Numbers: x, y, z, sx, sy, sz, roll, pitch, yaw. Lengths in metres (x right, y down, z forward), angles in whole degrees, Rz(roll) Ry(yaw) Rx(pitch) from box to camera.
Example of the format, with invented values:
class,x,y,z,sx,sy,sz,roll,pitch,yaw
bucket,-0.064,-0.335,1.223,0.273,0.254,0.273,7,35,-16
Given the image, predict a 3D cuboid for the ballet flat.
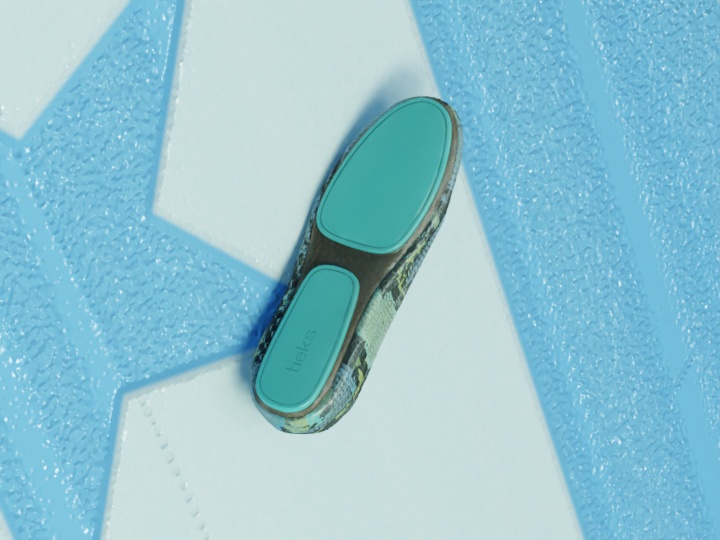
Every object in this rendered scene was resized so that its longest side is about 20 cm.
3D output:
class,x,y,z,sx,sy,sz,roll,pitch,yaw
ballet flat,0.000,0.000,1.589,0.074,0.074,0.201,40,75,-41
